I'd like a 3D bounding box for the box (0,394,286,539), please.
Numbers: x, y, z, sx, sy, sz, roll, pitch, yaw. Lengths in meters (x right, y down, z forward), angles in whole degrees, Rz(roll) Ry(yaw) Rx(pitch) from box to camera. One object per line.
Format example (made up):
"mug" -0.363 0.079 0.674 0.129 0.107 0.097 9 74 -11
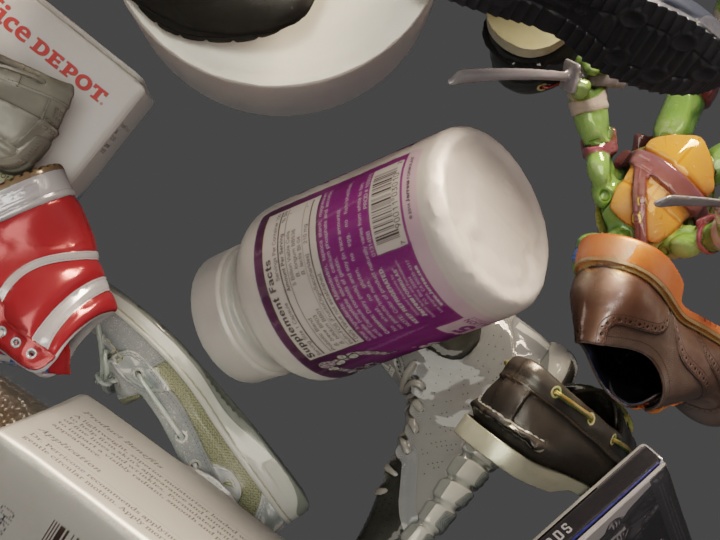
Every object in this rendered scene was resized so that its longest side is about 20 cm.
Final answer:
"box" -0.154 0.211 1.061 0.199 0.131 0.200 35 104 10

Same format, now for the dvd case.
"dvd case" 0.112 0.208 1.079 0.200 0.150 0.025 -39 50 -11

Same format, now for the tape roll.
"tape roll" -0.048 -0.199 1.107 0.202 0.139 0.203 0 88 0

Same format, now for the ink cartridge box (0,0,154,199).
"ink cartridge box" -0.241 -0.075 1.127 0.145 0.084 0.200 39 88 0

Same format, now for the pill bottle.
"pill bottle" 0.000 0.000 1.080 0.200 0.112 0.112 -22 88 35

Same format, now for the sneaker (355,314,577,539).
"sneaker" 0.030 0.096 1.139 0.115 0.075 0.200 42 78 5

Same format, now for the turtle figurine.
"turtle figurine" 0.193 -0.084 1.093 0.194 0.144 0.200 -46 127 -18

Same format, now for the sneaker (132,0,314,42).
"sneaker" -0.119 -0.178 0.992 0.200 0.091 0.076 18 86 -2

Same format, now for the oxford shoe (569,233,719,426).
"oxford shoe" 0.170 0.055 1.088 0.071 0.200 0.073 2 63 37

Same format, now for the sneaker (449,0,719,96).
"sneaker" 0.125 -0.167 1.028 0.200 0.070 0.082 24 52 -18

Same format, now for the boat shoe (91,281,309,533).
"boat shoe" -0.116 0.086 1.131 0.065 0.074 0.202 -41 96 -6

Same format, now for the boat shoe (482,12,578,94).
"boat shoe" 0.155 -0.188 1.151 0.201 0.063 0.074 -41 68 -15

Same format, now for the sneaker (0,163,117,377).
"sneaker" -0.235 0.031 1.048 0.200 0.071 0.113 -27 88 -4

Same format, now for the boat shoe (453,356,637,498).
"boat shoe" 0.128 0.097 1.077 0.072 0.201 0.061 35 96 32

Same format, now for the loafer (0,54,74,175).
"loafer" -0.256 -0.132 1.056 0.200 0.070 0.070 34 83 -5
